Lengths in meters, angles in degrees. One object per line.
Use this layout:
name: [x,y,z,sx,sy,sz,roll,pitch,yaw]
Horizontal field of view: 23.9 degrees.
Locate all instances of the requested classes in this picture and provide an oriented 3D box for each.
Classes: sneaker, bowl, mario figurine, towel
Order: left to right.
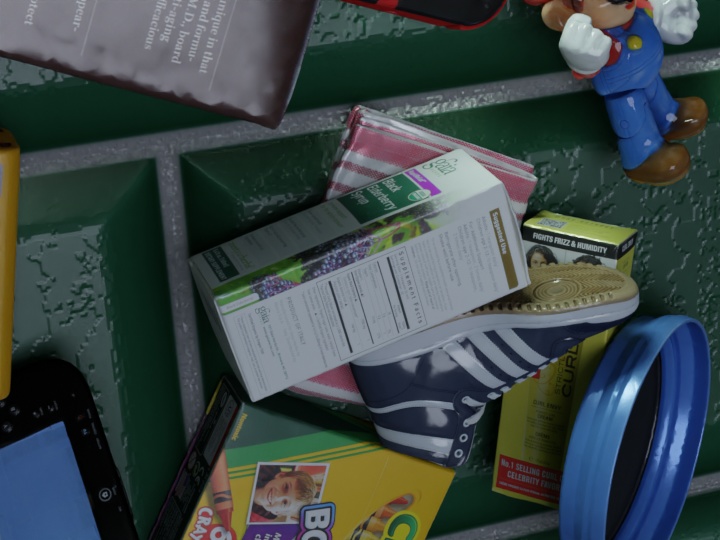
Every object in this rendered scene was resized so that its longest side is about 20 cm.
towel: [0.023,0.000,1.164,0.145,0.030,0.201,16,105,-23]
sneaker: [0.093,0.065,1.143,0.198,0.070,0.109,-11,112,6]
mario figurine: [0.180,-0.155,1.118,0.106,0.124,0.201,-30,120,6]
bowl: [0.194,0.127,1.201,0.200,0.039,0.202,-37,134,-50]

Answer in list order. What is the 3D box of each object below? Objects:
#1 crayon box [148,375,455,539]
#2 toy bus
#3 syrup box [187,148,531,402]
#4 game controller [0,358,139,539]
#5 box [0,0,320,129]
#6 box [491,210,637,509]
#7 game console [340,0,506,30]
crayon box: [-0.054,0.194,1.183,0.172,0.058,0.201,20,100,-25]
toy bus: [-0.250,-0.023,1.033,0.078,0.065,0.202,0,108,-20]
syrup box: [0.000,0.000,1.095,0.199,0.079,0.082,-23,116,-9]
game controller: [-0.194,0.157,1.063,0.104,0.201,0.042,-26,161,13]
box: [-0.133,-0.197,0.960,0.199,0.166,0.165,12,103,-24]
box: [0.142,0.064,1.196,0.075,0.050,0.202,14,110,22]
game console: [0.041,-0.259,1.063,0.176,0.031,0.201,9,104,-32]
